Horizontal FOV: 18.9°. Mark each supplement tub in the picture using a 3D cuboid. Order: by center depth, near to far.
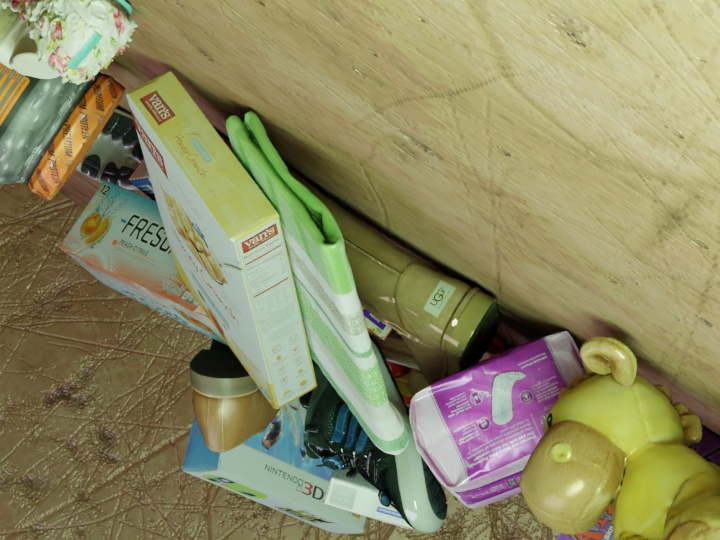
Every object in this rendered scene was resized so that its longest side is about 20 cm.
[{"bbox_3d":[-0.270,-0.142,1.486,0.200,0.123,0.123,35,174,-5],"label":"supplement tub"}]

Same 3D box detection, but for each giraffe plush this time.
[{"bbox_3d":[0.166,0.124,1.239,0.162,0.173,0.200,42,-147,16],"label":"giraffe plush"}]

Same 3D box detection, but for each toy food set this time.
[{"bbox_3d":[0.068,0.090,1.702,0.200,0.049,0.198,14,177,30],"label":"toy food set"}]

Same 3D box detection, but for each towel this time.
[{"bbox_3d":[-0.022,0.008,1.352,0.149,0.031,0.200,51,164,41],"label":"towel"}]

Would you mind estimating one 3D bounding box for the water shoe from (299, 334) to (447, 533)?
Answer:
[{"bbox_3d":[0.003,0.126,1.521,0.200,0.079,0.072,-114,-1,-55],"label":"water shoe"}]

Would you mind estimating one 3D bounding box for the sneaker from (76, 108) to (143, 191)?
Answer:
[{"bbox_3d":[-0.243,-0.118,1.824,0.200,0.078,0.080,32,-177,19],"label":"sneaker"}]

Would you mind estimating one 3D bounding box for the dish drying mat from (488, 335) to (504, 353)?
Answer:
[{"bbox_3d":[0.021,0.010,1.668,0.200,0.018,0.077,29,172,39],"label":"dish drying mat"}]

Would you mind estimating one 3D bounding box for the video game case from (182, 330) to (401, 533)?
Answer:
[{"bbox_3d":[-0.048,0.094,1.754,0.045,0.200,0.181,-3,158,40],"label":"video game case"}]

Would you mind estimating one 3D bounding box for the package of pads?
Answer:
[{"bbox_3d":[0.102,0.105,1.456,0.200,0.120,0.076,55,-169,-77],"label":"package of pads"}]

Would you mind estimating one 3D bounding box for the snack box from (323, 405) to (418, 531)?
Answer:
[{"bbox_3d":[0.023,0.141,1.620,0.072,0.024,0.200,15,-164,4],"label":"snack box"}]

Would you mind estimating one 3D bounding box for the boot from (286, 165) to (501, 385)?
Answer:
[{"bbox_3d":[0.000,0.000,1.497,0.200,0.066,0.175,32,162,11],"label":"boot"}]

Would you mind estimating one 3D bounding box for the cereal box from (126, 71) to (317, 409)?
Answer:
[{"bbox_3d":[-0.089,-0.017,1.408,0.144,0.040,0.200,52,165,33],"label":"cereal box"}]

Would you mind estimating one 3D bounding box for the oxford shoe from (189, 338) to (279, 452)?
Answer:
[{"bbox_3d":[-0.080,0.082,1.609,0.071,0.071,0.200,7,-163,18],"label":"oxford shoe"}]

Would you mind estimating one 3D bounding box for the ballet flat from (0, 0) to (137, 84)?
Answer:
[{"bbox_3d":[-0.196,-0.149,1.300,0.076,0.064,0.200,35,175,-23],"label":"ballet flat"}]

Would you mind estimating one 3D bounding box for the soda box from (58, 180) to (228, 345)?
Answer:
[{"bbox_3d":[-0.140,-0.005,1.614,0.200,0.068,0.064,23,165,49],"label":"soda box"}]

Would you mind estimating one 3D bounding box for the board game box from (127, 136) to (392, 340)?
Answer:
[{"bbox_3d":[-0.069,-0.026,1.618,0.200,0.046,0.151,39,169,-15],"label":"board game box"}]

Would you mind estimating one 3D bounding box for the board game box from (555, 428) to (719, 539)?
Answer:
[{"bbox_3d":[0.183,0.196,1.389,0.120,0.200,0.032,30,173,24],"label":"board game box"}]
